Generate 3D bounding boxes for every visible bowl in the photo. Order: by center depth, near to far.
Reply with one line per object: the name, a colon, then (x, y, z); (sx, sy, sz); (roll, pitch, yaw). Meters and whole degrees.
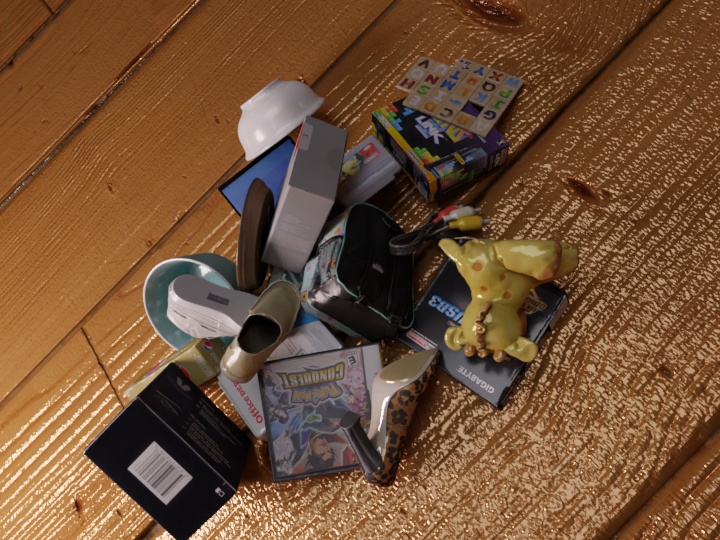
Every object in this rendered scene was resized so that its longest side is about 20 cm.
bowl: (-0.281, 0.049, 1.078); (0.197, 0.204, 0.105); (-9, 23, 20)
bowl: (-0.173, -0.312, 1.163); (0.200, 0.091, 0.202); (-33, 20, 14)

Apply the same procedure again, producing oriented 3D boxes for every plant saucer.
plant saucer: (-0.177, -0.056, 1.019); (0.029, 0.201, 0.204); (6, 69, 1)

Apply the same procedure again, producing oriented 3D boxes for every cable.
cable: (0.114, -0.074, 0.963); (0.097, 0.198, 0.051); (32, 126, 46)

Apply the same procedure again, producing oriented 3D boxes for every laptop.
laptop: (-0.144, -0.116, 1.119); (0.176, 0.103, 0.201); (-35, 59, 7)

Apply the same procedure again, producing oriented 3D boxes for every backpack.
backpack: (0.000, 0.000, 0.966); (0.152, 0.174, 0.203); (-27, 42, 46)

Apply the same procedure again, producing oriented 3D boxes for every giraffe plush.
giraffe plush: (0.198, 0.040, 0.826); (0.172, 0.197, 0.165); (5, 93, 57)

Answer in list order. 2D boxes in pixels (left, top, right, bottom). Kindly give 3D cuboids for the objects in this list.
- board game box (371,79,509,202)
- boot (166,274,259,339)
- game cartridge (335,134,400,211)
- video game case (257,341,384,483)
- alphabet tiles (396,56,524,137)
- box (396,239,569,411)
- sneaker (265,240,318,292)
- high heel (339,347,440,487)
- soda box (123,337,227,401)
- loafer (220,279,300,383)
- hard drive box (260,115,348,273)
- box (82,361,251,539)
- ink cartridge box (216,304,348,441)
board game box: (0.137, -0.234, 1.044); (0.164, 0.057, 0.201); (-27, 59, -12)
boot: (-0.226, 0.081, 0.986); (0.198, 0.096, 0.074); (26, 48, -5)
game cartridge: (-0.006, -0.175, 1.066); (0.133, 0.041, 0.201); (-40, 25, 7)
video game case: (-0.051, 0.218, 0.914); (0.196, 0.026, 0.184); (-10, 86, 2)
alphabet tiles: (0.173, -0.328, 1.068); (0.198, 0.008, 0.168); (27, 61, 19)
box: (0.187, 0.077, 0.924); (0.199, 0.050, 0.200); (33, 83, 32)
sneaker: (-0.114, 0.024, 1.066); (0.092, 0.070, 0.203); (12, 81, 7)
high heel: (0.065, 0.219, 0.885); (0.199, 0.144, 0.071); (-38, 29, -25)
soda box: (-0.324, 0.183, 1.053); (0.198, 0.068, 0.064); (-31, 102, 24)
loafer: (-0.142, 0.084, 0.916); (0.075, 0.068, 0.201); (33, 47, -7)
hard drive box: (-0.093, -0.119, 0.970); (0.076, 0.201, 0.158); (17, 52, -12)
box: (-0.284, 0.272, 0.916); (0.117, 0.200, 0.197); (-44, 96, 1)
ink cartridge box: (-0.123, 0.167, 1.000); (0.200, 0.085, 0.144); (-45, 58, -2)
